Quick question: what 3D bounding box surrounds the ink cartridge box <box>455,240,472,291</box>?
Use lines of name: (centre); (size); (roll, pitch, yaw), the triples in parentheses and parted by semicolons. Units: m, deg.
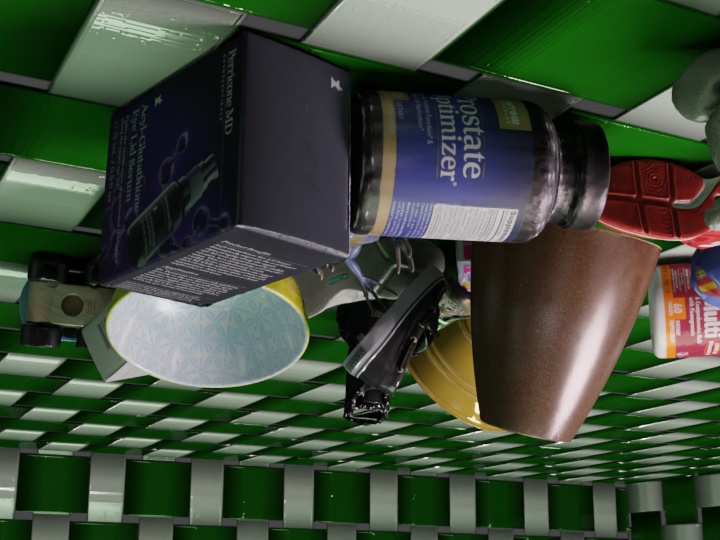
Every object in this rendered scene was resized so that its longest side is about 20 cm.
ink cartridge box: (0.170, 0.003, 1.283); (0.117, 0.043, 0.200); (-1, 165, 5)

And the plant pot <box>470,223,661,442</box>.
plant pot: (0.181, 0.058, 1.089); (0.184, 0.203, 0.187); (13, 180, 0)

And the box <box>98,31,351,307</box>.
box: (-0.105, -0.068, 0.851); (0.103, 0.150, 0.199); (14, 157, -39)

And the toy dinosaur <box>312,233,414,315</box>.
toy dinosaur: (0.003, -0.050, 1.058); (0.104, 0.202, 0.181); (-14, -164, 47)

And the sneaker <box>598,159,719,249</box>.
sneaker: (0.293, -0.047, 1.047); (0.197, 0.080, 0.116); (4, 162, -8)

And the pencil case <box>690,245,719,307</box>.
pencil case: (0.414, -0.023, 1.123); (0.086, 0.079, 0.200); (-16, 168, -18)

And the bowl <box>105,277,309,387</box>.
bowl: (-0.149, 0.020, 1.111); (0.197, 0.109, 0.201); (-1, 144, -1)

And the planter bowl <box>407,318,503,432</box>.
planter bowl: (0.157, 0.114, 1.492); (0.198, 0.201, 0.084); (13, 125, -37)

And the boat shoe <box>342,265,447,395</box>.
boat shoe: (0.047, 0.061, 1.115); (0.069, 0.056, 0.200); (-54, 174, 36)

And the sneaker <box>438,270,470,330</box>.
sneaker: (0.078, 0.055, 1.292); (0.077, 0.089, 0.200); (36, 165, -6)

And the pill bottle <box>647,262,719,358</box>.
pill bottle: (0.437, 0.042, 1.287); (0.197, 0.111, 0.110); (-4, 163, 13)

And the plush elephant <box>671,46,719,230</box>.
plush elephant: (0.310, -0.083, 0.795); (0.153, 0.166, 0.202); (-12, 136, -7)

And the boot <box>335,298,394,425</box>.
boot: (0.006, 0.119, 1.448); (0.072, 0.165, 0.198); (3, 163, -7)

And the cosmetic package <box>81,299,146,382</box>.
cosmetic package: (-0.211, 0.063, 1.283); (0.101, 0.075, 0.199); (-39, 160, 30)

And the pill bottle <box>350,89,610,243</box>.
pill bottle: (0.088, -0.080, 0.875); (0.197, 0.114, 0.112); (2, 163, -10)

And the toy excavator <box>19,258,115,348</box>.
toy excavator: (-0.315, 0.048, 1.366); (0.191, 0.102, 0.200); (6, 176, -12)

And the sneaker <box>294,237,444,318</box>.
sneaker: (0.000, 0.000, 1.245); (0.197, 0.071, 0.080); (-12, -172, 15)
